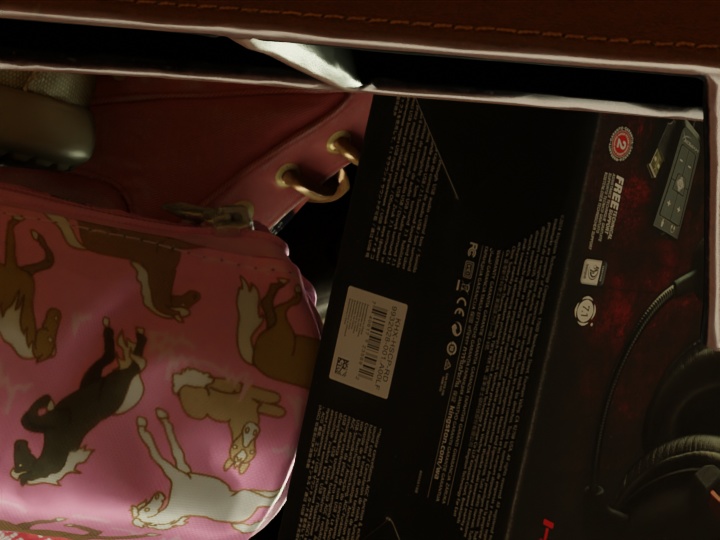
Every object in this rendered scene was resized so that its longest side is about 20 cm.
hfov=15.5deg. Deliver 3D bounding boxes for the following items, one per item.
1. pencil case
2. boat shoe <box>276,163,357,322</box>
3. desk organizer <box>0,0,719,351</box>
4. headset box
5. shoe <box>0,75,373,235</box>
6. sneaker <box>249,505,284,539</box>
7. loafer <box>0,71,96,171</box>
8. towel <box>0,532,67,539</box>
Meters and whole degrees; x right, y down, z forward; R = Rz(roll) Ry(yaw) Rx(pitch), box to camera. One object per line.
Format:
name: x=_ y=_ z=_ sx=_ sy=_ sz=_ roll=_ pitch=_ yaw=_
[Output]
pencil case: x=-0.109 y=0.013 z=0.628 sx=0.200 sy=0.087 sz=0.083 roll=11 pitch=154 yaw=-27
boat shoe: x=0.000 y=0.000 z=0.764 sx=0.200 sy=0.076 sz=0.074 roll=-19 pitch=142 yaw=7
desk organizer: x=0.025 y=-0.040 z=0.384 sx=0.200 sy=0.077 sz=0.072 roll=5 pitch=144 yaw=11
headset box: x=0.083 y=0.028 z=0.674 sx=0.200 sy=0.149 sz=0.075 roll=8 pitch=-173 yaw=-45
shoe: x=-0.011 y=-0.045 z=0.715 sx=0.200 sy=0.091 sz=0.071 roll=5 pitch=179 yaw=3
sneaker: x=-0.015 y=0.071 z=0.786 sx=0.075 sy=0.071 sz=0.200 roll=6 pitch=162 yaw=-30
loafer: x=-0.139 y=-0.072 z=0.612 sx=0.076 sy=0.068 sz=0.200 roll=2 pitch=170 yaw=35
towel: x=-0.122 y=0.066 z=0.833 sx=0.200 sy=0.022 sz=0.145 roll=-31 pitch=137 yaw=5
